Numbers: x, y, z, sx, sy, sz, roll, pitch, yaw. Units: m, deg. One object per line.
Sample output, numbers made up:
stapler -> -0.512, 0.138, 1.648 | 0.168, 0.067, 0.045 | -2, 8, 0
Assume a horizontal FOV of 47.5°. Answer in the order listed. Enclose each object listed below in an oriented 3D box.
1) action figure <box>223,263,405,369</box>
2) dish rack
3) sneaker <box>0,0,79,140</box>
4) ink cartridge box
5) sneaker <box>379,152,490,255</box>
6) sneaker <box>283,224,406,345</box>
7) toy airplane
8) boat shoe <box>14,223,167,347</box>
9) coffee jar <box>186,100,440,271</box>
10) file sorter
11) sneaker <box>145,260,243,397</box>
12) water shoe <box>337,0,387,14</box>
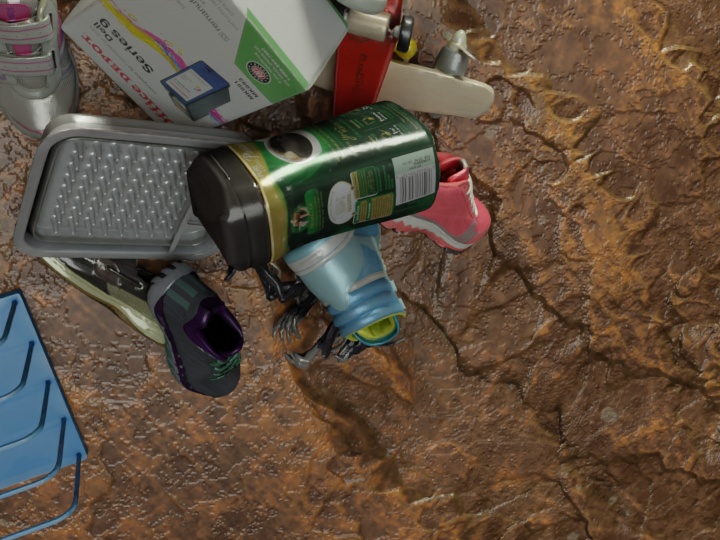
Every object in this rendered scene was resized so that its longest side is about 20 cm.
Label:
action figure -> -0.053, 0.045, 0.856 | 0.199, 0.119, 0.103 | 37, 86, -15
dish rack -> -0.195, -0.074, 0.721 | 0.198, 0.044, 0.172 | -1, 147, -34
sneaker -> -0.295, -0.207, 0.699 | 0.080, 0.088, 0.203 | -13, 113, -12
ink cartridge box -> -0.133, -0.203, 0.680 | 0.145, 0.198, 0.088 | 47, 57, -31
sneaker -> 0.090, -0.074, 0.832 | 0.087, 0.074, 0.199 | -40, 151, 29
sneaker -> 0.000, 0.000, 0.803 | 0.079, 0.200, 0.132 | -28, 100, 24
toy airplane -> 0.005, -0.199, 0.784 | 0.197, 0.143, 0.200 | -19, 131, 32
boat shoe -> -0.243, -0.001, 0.806 | 0.065, 0.073, 0.200 | -49, 125, -1
coffee jar -> -0.040, -0.072, 0.682 | 0.198, 0.104, 0.086 | -19, 130, -22
file sorter -> -0.366, 0.150, 0.789 | 0.137, 0.123, 0.203 | -17, 114, -10
sneaker -> -0.147, 0.082, 0.813 | 0.074, 0.087, 0.201 | -45, 147, -22
water shoe -> -0.019, -0.298, 0.634 | 0.071, 0.079, 0.202 | -11, 74, -49
